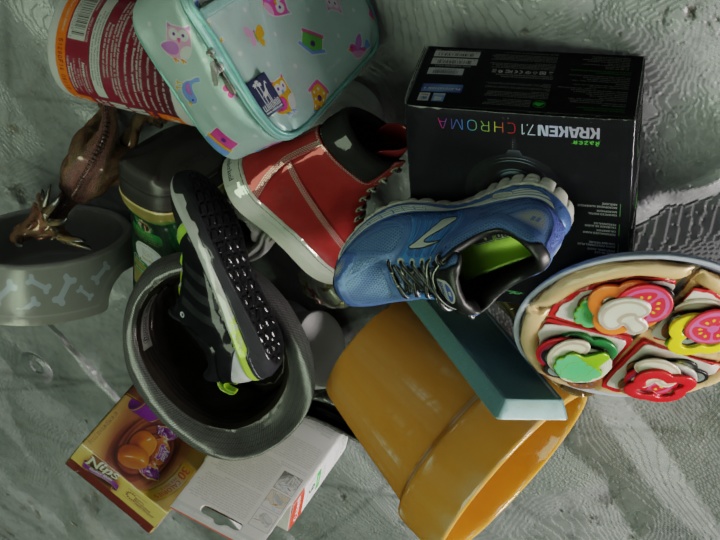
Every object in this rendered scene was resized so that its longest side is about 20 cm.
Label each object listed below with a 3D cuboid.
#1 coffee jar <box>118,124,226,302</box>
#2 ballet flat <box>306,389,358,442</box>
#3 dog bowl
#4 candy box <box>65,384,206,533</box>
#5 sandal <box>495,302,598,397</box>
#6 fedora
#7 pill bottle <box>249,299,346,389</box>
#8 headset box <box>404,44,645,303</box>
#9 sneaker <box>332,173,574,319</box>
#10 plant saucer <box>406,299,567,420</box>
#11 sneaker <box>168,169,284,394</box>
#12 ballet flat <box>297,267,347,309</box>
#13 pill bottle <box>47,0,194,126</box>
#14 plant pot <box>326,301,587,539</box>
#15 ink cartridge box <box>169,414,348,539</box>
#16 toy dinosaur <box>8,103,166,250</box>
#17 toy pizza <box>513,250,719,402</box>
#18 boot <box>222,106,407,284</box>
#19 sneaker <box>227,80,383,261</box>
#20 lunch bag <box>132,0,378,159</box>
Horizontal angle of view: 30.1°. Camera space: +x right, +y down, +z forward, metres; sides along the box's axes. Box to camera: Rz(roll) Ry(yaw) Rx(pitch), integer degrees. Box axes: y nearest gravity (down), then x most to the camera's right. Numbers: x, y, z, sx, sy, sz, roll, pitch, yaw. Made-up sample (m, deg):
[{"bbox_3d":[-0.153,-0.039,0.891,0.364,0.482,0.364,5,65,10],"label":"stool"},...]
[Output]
[{"bbox_3d":[-0.176,-0.042,1.300,0.085,0.104,0.200,31,139,29],"label":"coffee jar"},{"bbox_3d":[0.001,0.168,1.401,0.200,0.057,0.067,26,138,13],"label":"ballet flat"},{"bbox_3d":[-0.319,-0.011,1.365,0.200,0.200,0.059,11,116,26],"label":"dog bowl"},{"bbox_3d":[-0.209,0.170,1.438,0.117,0.200,0.056,40,135,-2],"label":"candy box"},{"bbox_3d":[0.151,0.021,1.167,0.080,0.054,0.200,-44,79,6],"label":"sandal"},{"bbox_3d":[-0.124,0.068,1.248,0.200,0.090,0.177,45,111,0],"label":"fedora"},{"bbox_3d":[-0.114,0.087,1.370,0.200,0.109,0.109,-8,121,38],"label":"pill bottle"},{"bbox_3d":[0.130,-0.066,1.058,0.174,0.093,0.200,6,131,13],"label":"headset box"},{"bbox_3d":[0.060,-0.009,1.006,0.200,0.089,0.079,-18,120,31],"label":"sneaker"},{"bbox_3d":[0.106,0.067,1.155,0.070,0.200,0.019,3,118,-24],"label":"plant saucer"},{"bbox_3d":[-0.137,0.015,1.150,0.083,0.072,0.200,-17,101,19],"label":"sneaker"},{"bbox_3d":[0.000,0.000,1.249,0.200,0.064,0.076,-24,113,45],"label":"ballet flat"},{"bbox_3d":[-0.162,-0.186,1.161,0.200,0.110,0.110,16,134,23],"label":"pill bottle"},{"bbox_3d":[0.075,0.127,1.234,0.183,0.200,0.200,42,140,19],"label":"plant pot"},{"bbox_3d":[-0.104,0.214,1.405,0.109,0.200,0.050,25,136,14],"label":"ink cartridge box"},{"bbox_3d":[-0.264,-0.094,1.291,0.086,0.136,0.200,34,137,4],"label":"toy dinosaur"},{"bbox_3d":[0.221,0.054,1.053,0.200,0.032,0.200,3,144,2],"label":"toy pizza"},{"bbox_3d":[0.001,-0.059,1.104,0.144,0.073,0.200,-21,147,22],"label":"boot"},{"bbox_3d":[-0.059,-0.077,1.184,0.074,0.116,0.200,41,137,-1],"label":"sneaker"},{"bbox_3d":[-0.077,-0.192,1.030,0.077,0.200,0.161,-14,116,38],"label":"lunch bag"}]
